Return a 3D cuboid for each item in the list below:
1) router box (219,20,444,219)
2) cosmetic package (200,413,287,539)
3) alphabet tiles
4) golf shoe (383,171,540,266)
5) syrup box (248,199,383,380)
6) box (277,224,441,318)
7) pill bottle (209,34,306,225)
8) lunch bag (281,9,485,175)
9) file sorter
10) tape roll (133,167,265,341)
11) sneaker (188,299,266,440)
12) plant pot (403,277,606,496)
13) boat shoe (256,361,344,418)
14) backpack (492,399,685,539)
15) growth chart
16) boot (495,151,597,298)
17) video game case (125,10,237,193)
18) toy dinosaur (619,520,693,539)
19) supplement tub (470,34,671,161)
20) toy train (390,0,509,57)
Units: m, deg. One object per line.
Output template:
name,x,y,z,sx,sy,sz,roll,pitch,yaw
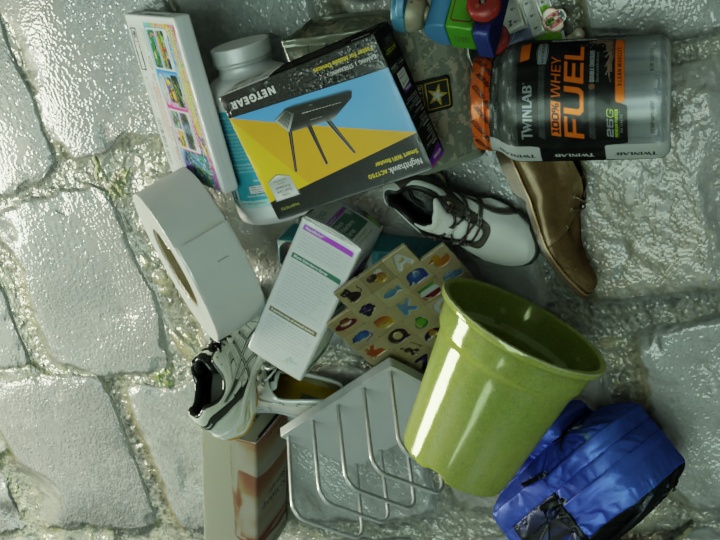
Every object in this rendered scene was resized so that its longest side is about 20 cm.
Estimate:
router box,-0.030,-0.152,1.210,0.198,0.051,0.151,-16,110,31
cosmetic package,-0.156,0.282,1.576,0.086,0.103,0.203,11,119,17
alphabet tiles,0.061,0.049,1.352,0.165,0.006,0.200,-34,134,13
golf shoe,0.109,-0.052,1.314,0.198,0.095,0.078,28,120,6
syrup box,-0.053,0.019,1.362,0.081,0.079,0.202,30,121,6
box,0.000,0.000,1.408,0.197,0.049,0.084,6,116,19
pill bottle,-0.113,-0.163,1.339,0.109,0.111,0.203,-5,113,24
lunch bag,0.034,-0.194,1.262,0.197,0.118,0.166,-3,114,21
file sorter,0.020,0.226,1.433,0.138,0.126,0.199,28,130,-37
tape roll,-0.192,-0.019,1.387,0.070,0.202,0.205,-30,105,-14
sneaker,-0.165,0.104,1.445,0.075,0.203,0.087,-13,151,35
plant pot,0.142,0.138,1.288,0.198,0.200,0.186,28,106,7
boat shoe,-0.112,0.144,1.494,0.199,0.075,0.087,14,142,12
backpack,0.260,0.237,1.350,0.200,0.162,0.169,-43,79,34
growth chart,0.128,-0.296,1.234,0.144,0.018,0.201,-29,100,31
boot,0.224,-0.065,1.279,0.075,0.074,0.202,-24,101,19
video game case,-0.209,-0.199,1.350,0.181,0.023,0.203,24,132,59
toy dinosaur,0.324,0.366,1.457,0.197,0.047,0.089,-11,103,22
supplement tub,0.216,-0.174,1.186,0.197,0.123,0.124,-1,114,15
toy train,0.106,-0.320,1.166,0.114,0.085,0.203,11,77,17
